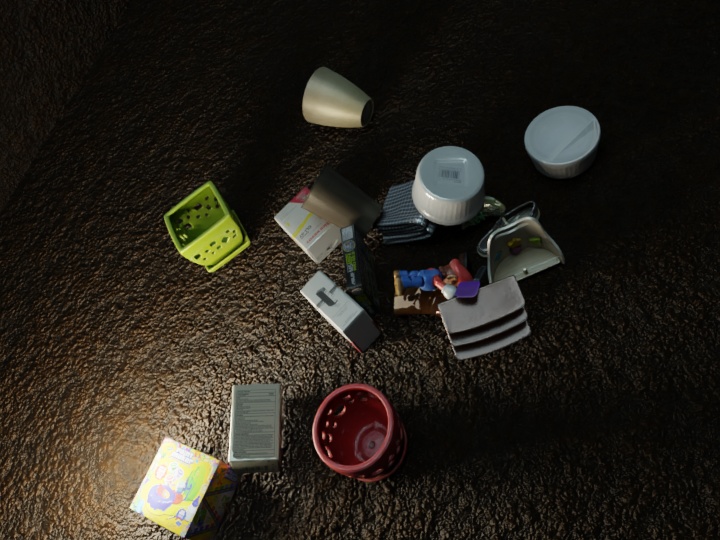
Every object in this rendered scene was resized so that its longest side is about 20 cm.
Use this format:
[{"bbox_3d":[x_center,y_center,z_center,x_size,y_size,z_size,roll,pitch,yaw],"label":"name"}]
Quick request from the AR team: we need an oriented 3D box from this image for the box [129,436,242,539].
[{"bbox_3d":[-0.445,0.565,1.629,0.197,0.122,0.195,11,65,29],"label":"box"}]

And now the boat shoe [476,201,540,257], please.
[{"bbox_3d":[0.390,-0.116,1.686,0.199,0.065,0.072,-35,54,3],"label":"boat shoe"}]

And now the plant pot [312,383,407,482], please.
[{"bbox_3d":[0.012,0.390,1.482,0.197,0.183,0.203,-12,56,18],"label":"plant pot"}]

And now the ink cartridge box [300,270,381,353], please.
[{"bbox_3d":[-0.054,0.110,1.706,0.084,0.145,0.200,-44,53,-6],"label":"ink cartridge box"}]

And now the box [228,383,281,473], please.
[{"bbox_3d":[-0.266,0.406,1.627,0.126,0.110,0.203,-1,57,-3],"label":"box"}]

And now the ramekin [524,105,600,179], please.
[{"bbox_3d":[0.553,-0.341,1.728,0.199,0.094,0.205,-12,56,18],"label":"ramekin"}]

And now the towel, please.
[{"bbox_3d":[0.136,-0.173,1.794,0.198,0.085,0.168,-6,57,44],"label":"towel"}]

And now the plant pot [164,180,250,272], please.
[{"bbox_3d":[-0.479,-0.127,2.025,0.198,0.182,0.201,-36,53,1],"label":"plant pot"}]

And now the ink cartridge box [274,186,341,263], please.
[{"bbox_3d":[-0.149,-0.141,1.940,0.145,0.084,0.200,-44,53,-5],"label":"ink cartridge box"}]

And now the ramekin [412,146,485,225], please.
[{"bbox_3d":[0.236,-0.231,1.676,0.197,0.098,0.203,-1,63,2],"label":"ramekin"}]

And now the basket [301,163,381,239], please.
[{"bbox_3d":[-0.050,-0.187,1.795,0.198,0.180,0.137,31,74,-7],"label":"basket"}]

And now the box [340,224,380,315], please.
[{"bbox_3d":[0.000,0.000,1.739,0.044,0.161,0.202,-16,56,13],"label":"box"}]

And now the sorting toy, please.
[{"bbox_3d":[0.390,-0.059,1.579,0.198,0.180,0.108,-24,54,9],"label":"sorting toy"}]

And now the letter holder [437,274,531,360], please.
[{"bbox_3d":[0.304,0.121,1.534,0.197,0.101,0.144,-21,71,5],"label":"letter holder"}]

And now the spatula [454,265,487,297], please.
[{"bbox_3d":[0.278,0.023,1.542,0.056,0.021,0.200,-4,15,26],"label":"spatula"}]

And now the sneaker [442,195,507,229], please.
[{"bbox_3d":[0.308,-0.148,1.742,0.198,0.077,0.090,1,62,34],"label":"sneaker"}]

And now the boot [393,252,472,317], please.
[{"bbox_3d":[0.193,0.037,1.691,0.197,0.068,0.191,3,74,25],"label":"boot"}]

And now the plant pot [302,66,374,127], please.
[{"bbox_3d":[-0.062,-0.554,2.108,0.198,0.188,0.189,25,72,19],"label":"plant pot"}]

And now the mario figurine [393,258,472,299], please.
[{"bbox_3d":[0.186,0.040,1.596,0.196,0.107,0.125,-5,54,2],"label":"mario figurine"}]
